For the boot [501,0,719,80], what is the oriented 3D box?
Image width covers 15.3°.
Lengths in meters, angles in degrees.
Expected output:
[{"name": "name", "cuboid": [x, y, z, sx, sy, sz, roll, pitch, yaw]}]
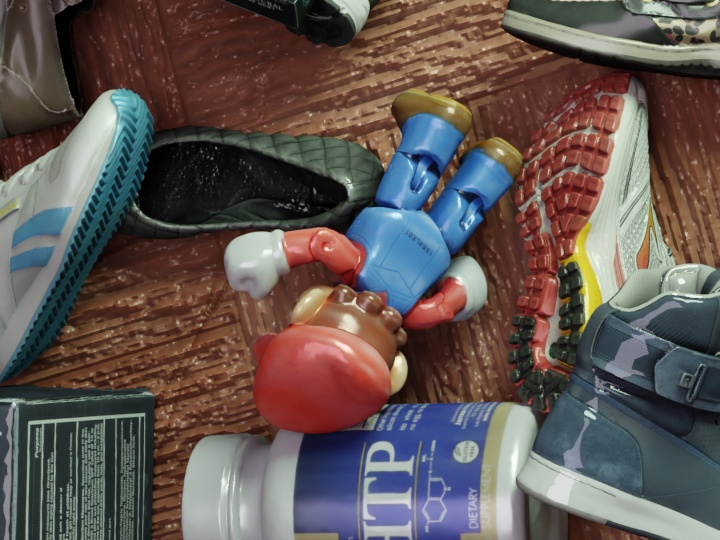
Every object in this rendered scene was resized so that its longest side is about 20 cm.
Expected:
[{"name": "boot", "cuboid": [0.183, -0.184, 1.473, 0.199, 0.073, 0.152, 7, 92, 13]}]

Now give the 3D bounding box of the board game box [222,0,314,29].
[{"name": "board game box", "cuboid": [-0.051, -0.239, 1.517, 0.135, 0.028, 0.201, 21, 62, 15]}]

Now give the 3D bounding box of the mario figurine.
[{"name": "mario figurine", "cuboid": [0.000, 0.000, 1.485, 0.123, 0.106, 0.201, 30, 75, 14]}]

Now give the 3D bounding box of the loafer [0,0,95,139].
[{"name": "loafer", "cuboid": [-0.185, -0.177, 1.596, 0.070, 0.073, 0.202, 5, 95, 7]}]

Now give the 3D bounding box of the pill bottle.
[{"name": "pill bottle", "cuboid": [0.008, 0.135, 1.497, 0.199, 0.120, 0.121, -3, 88, 17]}]

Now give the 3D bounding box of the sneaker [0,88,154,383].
[{"name": "sneaker", "cuboid": [-0.189, -0.029, 1.554, 0.081, 0.076, 0.201, 38, 117, 9]}]

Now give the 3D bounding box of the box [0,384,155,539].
[{"name": "box", "cuboid": [-0.209, 0.166, 1.522, 0.122, 0.198, 0.202, 1, 89, 17]}]

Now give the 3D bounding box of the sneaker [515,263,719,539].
[{"name": "sneaker", "cuboid": [0.196, 0.080, 1.425, 0.201, 0.077, 0.147, 21, 91, -24]}]

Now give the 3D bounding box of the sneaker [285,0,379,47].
[{"name": "sneaker", "cuboid": [-0.060, -0.207, 1.559, 0.200, 0.074, 0.079, 35, 68, 21]}]

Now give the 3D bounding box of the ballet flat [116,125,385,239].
[{"name": "ballet flat", "cuboid": [-0.080, -0.053, 1.559, 0.199, 0.057, 0.067, -2, 91, 21]}]

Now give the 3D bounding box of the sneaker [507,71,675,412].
[{"name": "sneaker", "cuboid": [0.134, -0.013, 1.492, 0.078, 0.082, 0.201, -8, 70, 52]}]
